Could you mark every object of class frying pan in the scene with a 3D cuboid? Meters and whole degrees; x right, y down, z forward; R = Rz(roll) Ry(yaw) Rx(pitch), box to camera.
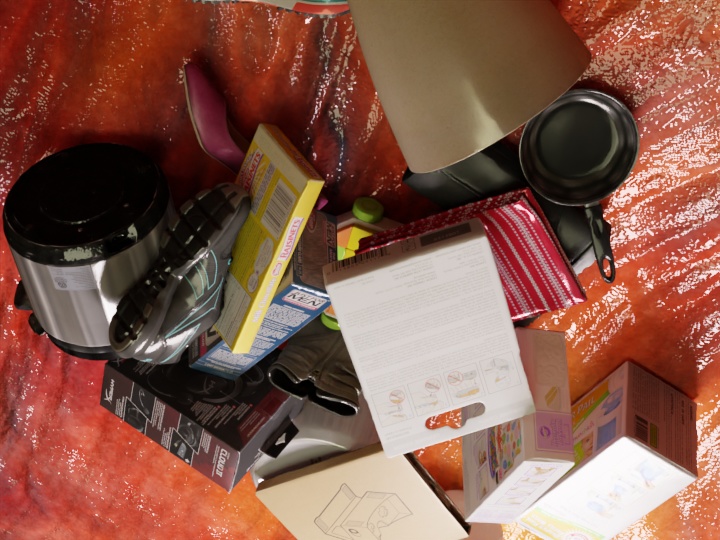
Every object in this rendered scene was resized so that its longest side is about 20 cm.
[{"bbox_3d":[0.227,-0.091,1.336,0.115,0.031,0.190,-36,112,13],"label":"frying pan"}]

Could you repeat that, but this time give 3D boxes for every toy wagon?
[{"bbox_3d":[0.000,0.000,1.473,0.198,0.040,0.156,20,124,4],"label":"toy wagon"}]

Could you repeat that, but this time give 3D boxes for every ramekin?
[{"bbox_3d":[-0.041,0.217,1.651,0.200,0.095,0.204,7,132,8],"label":"ramekin"}]

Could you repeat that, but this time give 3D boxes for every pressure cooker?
[{"bbox_3d":[-0.266,-0.006,1.450,0.175,0.178,0.201,29,145,34],"label":"pressure cooker"}]

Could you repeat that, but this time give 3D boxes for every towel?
[{"bbox_3d":[0.106,0.003,1.392,0.198,0.023,0.145,-17,121,29],"label":"towel"}]

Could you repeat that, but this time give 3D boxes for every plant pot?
[{"bbox_3d":[0.069,-0.220,1.203,0.186,0.188,0.201,-24,107,30],"label":"plant pot"}]

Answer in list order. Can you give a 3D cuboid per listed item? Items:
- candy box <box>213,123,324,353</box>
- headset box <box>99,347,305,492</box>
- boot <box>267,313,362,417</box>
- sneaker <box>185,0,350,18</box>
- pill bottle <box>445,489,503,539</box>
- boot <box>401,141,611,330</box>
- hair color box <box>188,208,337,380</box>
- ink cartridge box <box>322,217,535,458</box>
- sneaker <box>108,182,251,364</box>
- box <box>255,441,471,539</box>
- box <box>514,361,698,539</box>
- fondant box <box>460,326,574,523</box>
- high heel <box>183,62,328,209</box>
[{"bbox_3d":[-0.103,-0.030,1.364,0.026,0.102,0.201,5,123,-38],"label":"candy box"},{"bbox_3d":[-0.159,0.132,1.530,0.199,0.149,0.078,31,136,13],"label":"headset box"},{"bbox_3d":[0.002,0.113,1.524,0.198,0.131,0.068,19,133,-3],"label":"boot"},{"bbox_3d":[-0.093,-0.286,1.255,0.197,0.070,0.094,10,115,8],"label":"sneaker"},{"bbox_3d":[0.091,0.366,1.742,0.103,0.105,0.201,24,132,-8],"label":"pill bottle"},{"bbox_3d":[0.123,-0.043,1.398,0.199,0.066,0.165,31,120,-19],"label":"boot"},{"bbox_3d":[-0.102,0.023,1.442,0.060,0.101,0.200,19,141,-31],"label":"hair color box"},{"bbox_3d":[0.068,0.066,1.360,0.161,0.057,0.202,-17,118,4],"label":"ink cartridge box"},{"bbox_3d":[-0.163,0.005,1.365,0.079,0.075,0.201,30,101,-40],"label":"sneaker"},{"bbox_3d":[0.004,0.273,1.610,0.199,0.021,0.164,-22,122,28],"label":"box"},{"bbox_3d":[0.269,0.212,1.556,0.101,0.113,0.200,30,131,-15],"label":"box"},{"bbox_3d":[0.161,0.167,1.483,0.058,0.146,0.200,5,152,-11],"label":"fondant box"},{"bbox_3d":[-0.106,-0.130,1.399,0.095,0.068,0.201,-19,127,5],"label":"high heel"}]
